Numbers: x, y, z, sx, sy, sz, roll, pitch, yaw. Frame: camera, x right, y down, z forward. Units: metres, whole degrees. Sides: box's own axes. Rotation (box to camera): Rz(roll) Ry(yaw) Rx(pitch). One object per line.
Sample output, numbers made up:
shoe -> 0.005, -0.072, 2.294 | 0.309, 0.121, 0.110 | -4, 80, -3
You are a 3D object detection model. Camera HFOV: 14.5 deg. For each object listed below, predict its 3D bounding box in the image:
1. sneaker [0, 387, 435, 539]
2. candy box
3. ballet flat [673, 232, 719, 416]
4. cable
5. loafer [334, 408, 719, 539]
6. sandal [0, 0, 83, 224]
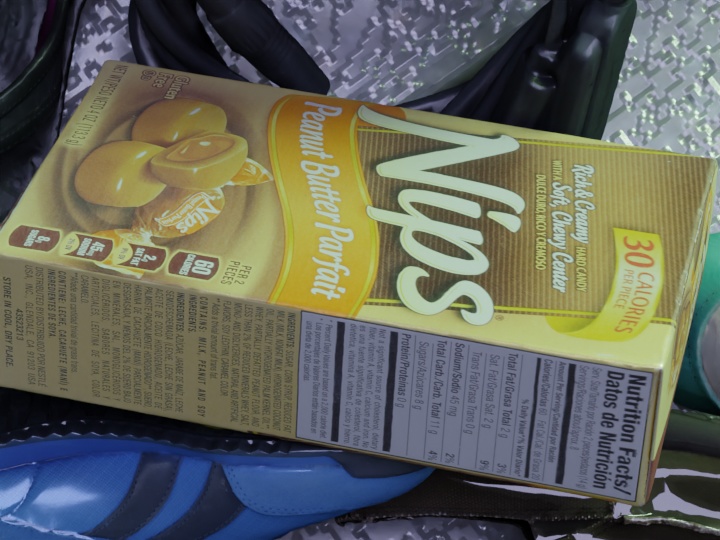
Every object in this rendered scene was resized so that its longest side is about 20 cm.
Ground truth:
sneaker -> -0.069, 0.070, 0.877 | 0.200, 0.066, 0.078 | -6, 118, 6
candy box -> 0.000, 0.000, 0.857 | 0.200, 0.055, 0.115 | 9, 36, 10
ballet flat -> 0.169, 0.031, 0.891 | 0.200, 0.070, 0.067 | 9, 109, 12
cable -> 0.008, -0.102, 0.875 | 0.163, 0.200, 0.051 | 14, 49, 5
loafer -> 0.081, 0.078, 0.903 | 0.200, 0.073, 0.071 | 16, 81, 6
sandal -> -0.120, -0.085, 0.910 | 0.075, 0.048, 0.201 | 19, 77, -3
